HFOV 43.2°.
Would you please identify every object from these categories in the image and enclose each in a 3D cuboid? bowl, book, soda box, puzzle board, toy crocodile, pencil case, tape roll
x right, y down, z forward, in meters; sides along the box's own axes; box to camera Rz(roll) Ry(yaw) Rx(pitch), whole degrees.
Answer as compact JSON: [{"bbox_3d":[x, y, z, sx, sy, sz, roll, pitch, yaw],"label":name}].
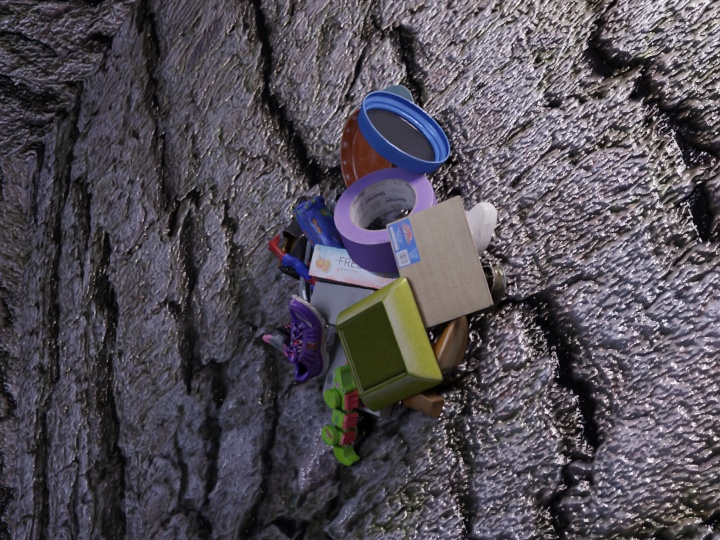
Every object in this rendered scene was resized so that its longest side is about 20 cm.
[{"bbox_3d":[0.082,-0.268,1.775,0.039,0.199,0.202,-52,40,36],"label":"bowl"},{"bbox_3d":[0.001,0.206,1.804,0.199,0.048,0.135,10,86,54],"label":"book"},{"bbox_3d":[0.000,0.000,1.804,0.198,0.064,0.069,11,83,23],"label":"soda box"},{"bbox_3d":[0.138,-0.011,1.599,0.150,0.017,0.202,-21,79,26],"label":"puzzle board"},{"bbox_3d":[-0.030,0.277,1.751,0.061,0.067,0.202,18,110,47],"label":"toy crocodile"},{"bbox_3d":[-0.070,-0.062,1.920,0.078,0.087,0.201,-34,75,17],"label":"pencil case"},{"bbox_3d":[0.054,-0.098,1.749,0.198,0.085,0.201,-12,48,13],"label":"tape roll"}]

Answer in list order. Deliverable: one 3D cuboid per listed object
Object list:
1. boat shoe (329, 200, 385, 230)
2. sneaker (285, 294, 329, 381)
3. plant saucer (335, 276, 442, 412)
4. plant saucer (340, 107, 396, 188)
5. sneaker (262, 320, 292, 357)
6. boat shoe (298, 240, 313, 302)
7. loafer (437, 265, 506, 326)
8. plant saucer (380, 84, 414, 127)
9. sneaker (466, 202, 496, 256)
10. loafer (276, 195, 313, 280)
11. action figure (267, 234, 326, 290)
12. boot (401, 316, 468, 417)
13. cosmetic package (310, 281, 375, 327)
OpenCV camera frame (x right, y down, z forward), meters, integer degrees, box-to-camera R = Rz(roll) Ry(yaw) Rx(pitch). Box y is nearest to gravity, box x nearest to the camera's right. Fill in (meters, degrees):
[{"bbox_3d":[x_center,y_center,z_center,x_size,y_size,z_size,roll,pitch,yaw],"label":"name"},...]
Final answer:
[{"bbox_3d":[0.000,-0.106,1.932,0.071,0.072,0.200,-42,39,0],"label":"boat shoe"},{"bbox_3d":[-0.114,0.142,1.820,0.080,0.083,0.202,23,133,41],"label":"sneaker"},{"bbox_3d":[0.035,0.140,1.642,0.199,0.048,0.201,-31,74,43],"label":"plant saucer"},{"bbox_3d":[0.021,-0.238,1.892,0.200,0.032,0.203,18,111,56],"label":"plant saucer"},{"bbox_3d":[-0.144,0.132,1.933,0.079,0.200,0.096,35,89,9],"label":"sneaker"},{"bbox_3d":[-0.090,0.004,1.990,0.056,0.068,0.202,-23,55,44],"label":"boat shoe"},{"bbox_3d":[0.177,0.046,1.623,0.199,0.069,0.076,-32,51,41],"label":"loafer"},{"bbox_3d":[0.060,-0.296,1.950,0.200,0.038,0.203,-26,55,44],"label":"plant saucer"},{"bbox_3d":[0.157,-0.049,1.654,0.201,0.115,0.074,-57,37,16],"label":"sneaker"},{"bbox_3d":[-0.145,-0.083,2.092,0.072,0.072,0.202,-17,61,49],"label":"loafer"},{"bbox_3d":[-0.113,0.005,1.926,0.052,0.200,0.065,-42,-5,-18],"label":"action figure"},{"bbox_3d":[0.109,0.154,1.653,0.144,0.070,0.203,28,106,43],"label":"boot"},{"bbox_3d":[-0.006,0.081,1.815,0.199,0.107,0.086,9,83,52],"label":"cosmetic package"}]
